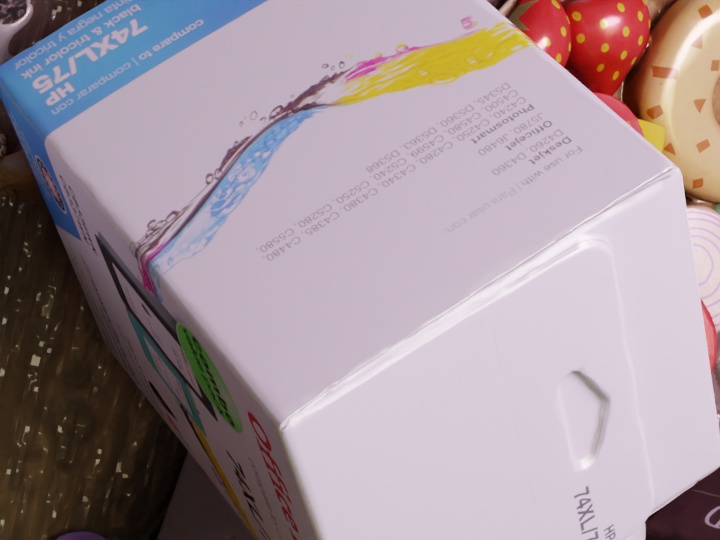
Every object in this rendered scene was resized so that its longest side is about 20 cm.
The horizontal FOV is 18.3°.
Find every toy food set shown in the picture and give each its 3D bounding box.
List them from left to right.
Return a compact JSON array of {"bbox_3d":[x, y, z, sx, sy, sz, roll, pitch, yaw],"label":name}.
[{"bbox_3d":[0.119,-0.040,0.990,0.199,0.049,0.200,10,90,-33],"label":"toy food set"}]

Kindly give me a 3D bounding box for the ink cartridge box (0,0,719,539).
[{"bbox_3d":[0.000,0.000,0.741,0.145,0.200,0.147,-31,137,-14],"label":"ink cartridge box"}]

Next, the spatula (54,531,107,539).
[{"bbox_3d":[-0.160,0.172,0.844,0.200,0.020,0.057,-41,117,-37],"label":"spatula"}]

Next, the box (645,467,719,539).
[{"bbox_3d":[0.273,0.133,1.038,0.200,0.165,0.165,-40,116,-23],"label":"box"}]

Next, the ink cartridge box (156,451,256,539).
[{"bbox_3d":[0.007,0.155,0.916,0.199,0.084,0.146,27,77,-34],"label":"ink cartridge box"}]

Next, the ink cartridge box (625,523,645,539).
[{"bbox_3d":[0.085,0.151,0.812,0.200,0.057,0.163,40,44,-25],"label":"ink cartridge box"}]

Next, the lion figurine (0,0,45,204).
[{"bbox_3d":[-0.087,-0.073,0.841,0.199,0.123,0.073,-25,74,-11],"label":"lion figurine"}]
